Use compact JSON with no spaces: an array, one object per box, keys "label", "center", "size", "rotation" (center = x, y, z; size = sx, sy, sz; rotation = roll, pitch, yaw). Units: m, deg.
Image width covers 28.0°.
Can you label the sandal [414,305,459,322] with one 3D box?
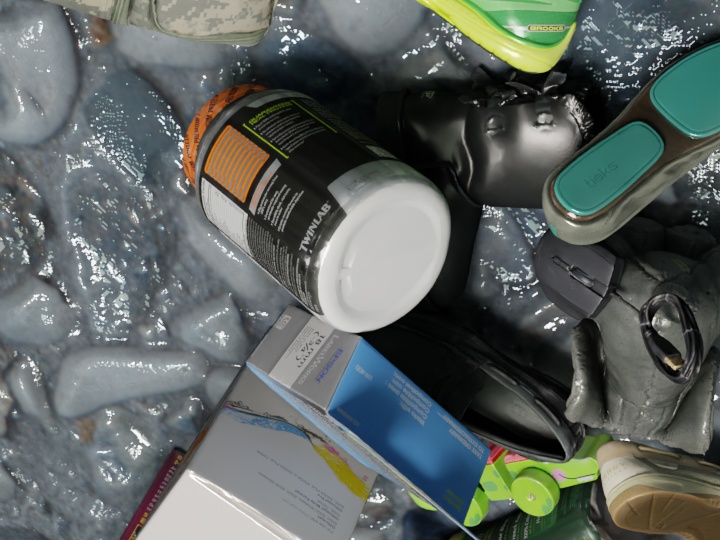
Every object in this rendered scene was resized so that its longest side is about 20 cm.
[{"label":"sandal","center":[-0.001,0.000,1.161],"size":[0.076,0.043,0.200],"rotation":[-34,106,34]}]

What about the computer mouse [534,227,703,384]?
[{"label":"computer mouse","center":[0.165,0.018,0.965],"size":[0.034,0.200,0.059],"rotation":[20,103,-28]}]

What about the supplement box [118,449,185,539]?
[{"label":"supplement box","center":[-0.166,0.283,1.309],"size":[0.131,0.200,0.103],"rotation":[29,127,0]}]

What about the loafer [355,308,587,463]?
[{"label":"loafer","center":[0.082,0.089,1.121],"size":[0.200,0.070,0.068],"rotation":[26,117,5]}]

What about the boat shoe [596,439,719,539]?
[{"label":"boat shoe","center":[0.266,0.176,1.144],"size":[0.200,0.065,0.072],"rotation":[17,129,-34]}]

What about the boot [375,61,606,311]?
[{"label":"boot","center":[0.105,-0.058,1.071],"size":[0.162,0.073,0.199],"rotation":[-2,119,19]}]

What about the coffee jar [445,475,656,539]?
[{"label":"coffee jar","center":[0.151,0.256,1.249],"size":[0.200,0.085,0.104],"rotation":[-31,111,32]}]

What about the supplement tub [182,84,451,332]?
[{"label":"supplement tub","center":[-0.038,-0.052,1.036],"size":[0.200,0.122,0.123],"rotation":[40,139,42]}]

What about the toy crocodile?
[{"label":"toy crocodile","center":[0.122,0.164,1.196],"size":[0.200,0.068,0.062],"rotation":[-20,107,45]}]

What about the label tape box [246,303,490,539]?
[{"label":"label tape box","center":[0.017,0.106,1.039],"size":[0.144,0.063,0.200],"rotation":[42,171,-25]}]

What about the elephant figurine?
[{"label":"elephant figurine","center":[0.213,0.074,1.063],"size":[0.141,0.155,0.201],"rotation":[29,121,43]}]

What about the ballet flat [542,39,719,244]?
[{"label":"ballet flat","center":[0.205,-0.090,0.989],"size":[0.067,0.200,0.064],"rotation":[51,172,20]}]

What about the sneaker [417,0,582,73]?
[{"label":"sneaker","center":[0.066,-0.218,0.990],"size":[0.200,0.074,0.084],"rotation":[36,99,0]}]

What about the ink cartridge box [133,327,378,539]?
[{"label":"ink cartridge box","center":[-0.080,0.184,1.213],"size":[0.144,0.200,0.147],"rotation":[33,126,-4]}]

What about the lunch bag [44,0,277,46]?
[{"label":"lunch bag","center":[-0.115,-0.261,0.981],"size":[0.167,0.140,0.200],"rotation":[16,128,-11]}]

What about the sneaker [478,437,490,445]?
[{"label":"sneaker","center":[0.013,0.101,1.200],"size":[0.200,0.079,0.074],"rotation":[25,83,-2]}]
